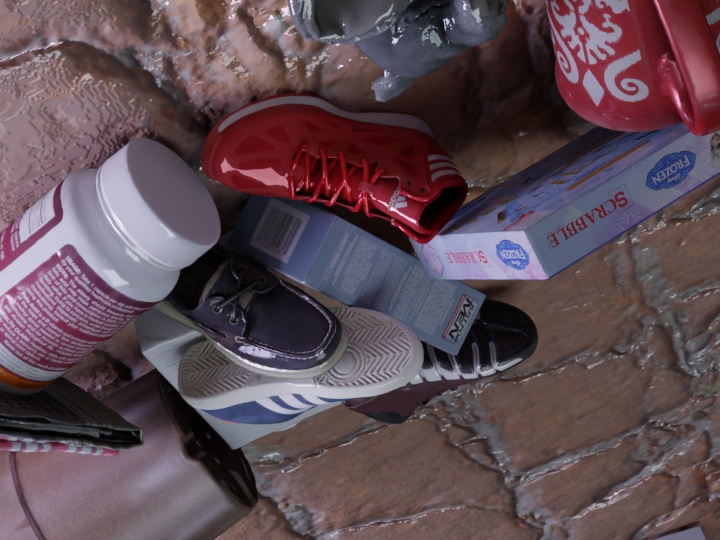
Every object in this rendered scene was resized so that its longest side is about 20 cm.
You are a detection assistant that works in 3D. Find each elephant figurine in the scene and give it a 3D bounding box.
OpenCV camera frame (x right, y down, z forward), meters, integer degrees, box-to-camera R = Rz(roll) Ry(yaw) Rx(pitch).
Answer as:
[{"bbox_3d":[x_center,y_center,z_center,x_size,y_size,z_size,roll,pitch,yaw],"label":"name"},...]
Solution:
[{"bbox_3d":[-0.006,-0.212,1.044,0.200,0.155,0.141,20,174,-29],"label":"elephant figurine"}]

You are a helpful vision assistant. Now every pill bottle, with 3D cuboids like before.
[{"bbox_3d":[-0.207,-0.004,1.224,0.200,0.114,0.114,-35,143,23],"label":"pill bottle"}]

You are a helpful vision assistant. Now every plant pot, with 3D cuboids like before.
[{"bbox_3d":[-0.210,0.197,1.444,0.198,0.200,0.200,-33,144,8],"label":"plant pot"}]

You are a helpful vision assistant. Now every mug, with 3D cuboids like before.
[{"bbox_3d":[0.198,-0.199,1.110,0.133,0.177,0.200,-48,144,-17],"label":"mug"}]

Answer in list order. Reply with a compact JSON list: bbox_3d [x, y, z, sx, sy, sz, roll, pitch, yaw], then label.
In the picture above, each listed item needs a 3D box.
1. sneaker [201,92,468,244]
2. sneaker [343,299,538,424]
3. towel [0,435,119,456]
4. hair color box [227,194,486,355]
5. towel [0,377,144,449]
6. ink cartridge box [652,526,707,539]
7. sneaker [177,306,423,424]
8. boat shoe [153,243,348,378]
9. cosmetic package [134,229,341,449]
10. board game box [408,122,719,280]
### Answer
[{"bbox_3d":[-0.008,-0.073,1.208,0.200,0.116,0.078,-6,122,-29],"label":"sneaker"},{"bbox_3d":[0.069,0.090,1.534,0.200,0.076,0.116,-11,151,6],"label":"sneaker"},{"bbox_3d":[-0.309,0.118,1.309,0.200,0.146,0.030,8,99,-47],"label":"towel"},{"bbox_3d":[0.000,0.000,1.330,0.200,0.099,0.061,27,89,-46],"label":"hair color box"},{"bbox_3d":[-0.291,0.100,1.277,0.192,0.200,0.035,13,94,-35],"label":"towel"},{"bbox_3d":[0.393,0.451,2.066,0.144,0.200,0.145,-15,145,-1],"label":"ink cartridge box"},{"bbox_3d":[-0.039,0.081,1.300,0.200,0.075,0.085,-6,153,20],"label":"sneaker"},{"bbox_3d":[-0.101,0.021,1.259,0.072,0.200,0.065,-55,149,-15],"label":"boat shoe"},{"bbox_3d":[-0.104,0.063,1.396,0.113,0.081,0.200,-22,147,5],"label":"cosmetic package"},{"bbox_3d":[0.161,-0.057,1.217,0.200,0.041,0.199,-30,-170,-18],"label":"board game box"}]
